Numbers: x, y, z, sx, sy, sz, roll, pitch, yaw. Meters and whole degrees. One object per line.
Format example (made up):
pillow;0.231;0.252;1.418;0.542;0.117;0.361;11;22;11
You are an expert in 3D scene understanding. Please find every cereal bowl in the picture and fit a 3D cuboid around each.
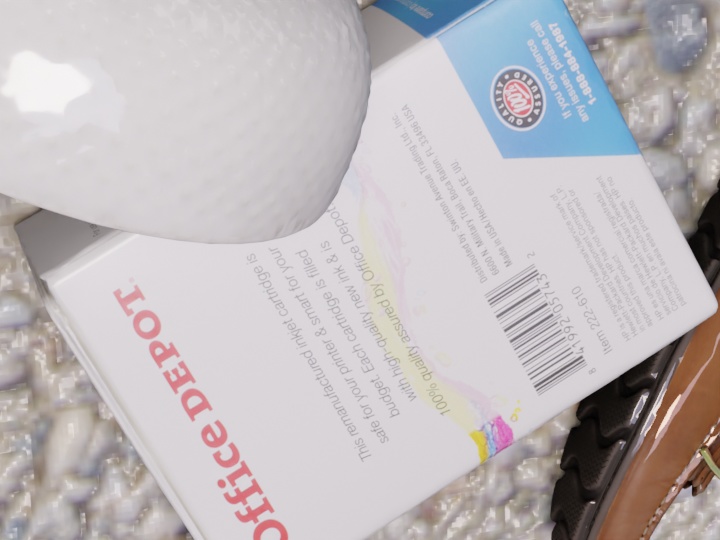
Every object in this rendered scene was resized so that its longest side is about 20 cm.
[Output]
cereal bowl;-0.082;-0.092;0.769;0.199;0.200;0.084;17;113;-20

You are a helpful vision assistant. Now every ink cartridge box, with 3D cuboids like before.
ink cartridge box;0.000;0.000;0.905;0.200;0.085;0.145;-32;112;-6

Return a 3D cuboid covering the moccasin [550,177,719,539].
moccasin;0.138;0.035;0.967;0.078;0.074;0.202;30;86;-14
